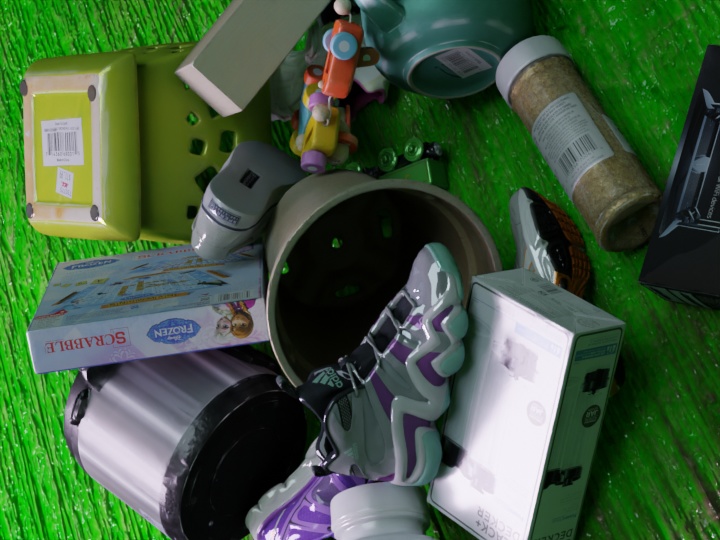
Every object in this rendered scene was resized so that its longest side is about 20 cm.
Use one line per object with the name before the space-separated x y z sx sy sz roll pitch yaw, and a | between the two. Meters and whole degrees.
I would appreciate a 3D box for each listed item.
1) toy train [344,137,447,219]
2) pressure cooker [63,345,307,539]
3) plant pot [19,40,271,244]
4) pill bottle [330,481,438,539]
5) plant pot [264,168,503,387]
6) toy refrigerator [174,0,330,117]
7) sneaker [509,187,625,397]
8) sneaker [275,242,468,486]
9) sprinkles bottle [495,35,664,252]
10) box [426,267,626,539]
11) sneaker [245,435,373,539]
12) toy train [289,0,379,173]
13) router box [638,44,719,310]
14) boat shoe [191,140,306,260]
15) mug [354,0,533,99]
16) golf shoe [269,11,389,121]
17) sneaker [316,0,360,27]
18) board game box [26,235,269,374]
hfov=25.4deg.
toy train | -0.004 -0.069 1.488 0.198 0.042 0.057 -21 71 33
pressure cooker | -0.170 0.133 1.437 0.199 0.178 0.178 29 123 33
plant pot | -0.215 -0.122 1.543 0.199 0.180 0.202 6 98 48
pill bottle | 0.025 0.278 1.277 0.110 0.110 0.202 -24 59 31
plant pot | 0.000 0.000 1.354 0.202 0.199 0.184 -57 21 6
toy refrigerator | -0.076 -0.236 1.451 0.201 0.070 0.076 -53 15 -12
sneaker | 0.142 0.027 1.306 0.092 0.075 0.202 -33 53 31
sneaker | 0.003 0.075 1.236 0.078 0.138 0.203 -134 49 -67
sprinkles bottle | 0.182 -0.107 1.326 0.068 0.068 0.201 -42 52 19
box | 0.126 0.114 1.238 0.116 0.060 0.202 32 120 42
sneaker | -0.011 0.189 1.383 0.200 0.080 0.084 -48 65 24
toy train | -0.019 -0.162 1.419 0.200 0.055 0.152 -135 56 -78
router box | 0.313 -0.066 1.209 0.156 0.052 0.202 12 81 41
boat shoe | -0.105 -0.059 1.442 0.070 0.200 0.070 32 113 -1
mug | 0.061 -0.222 1.399 0.152 0.182 0.116 112 154 -64
golf shoe | -0.052 -0.174 1.548 0.199 0.075 0.093 -24 62 32
sneaker | 0.035 -0.284 1.512 0.200 0.071 0.083 -40 46 21
board game box | -0.178 0.026 1.395 0.197 0.200 0.042 -8 107 0
